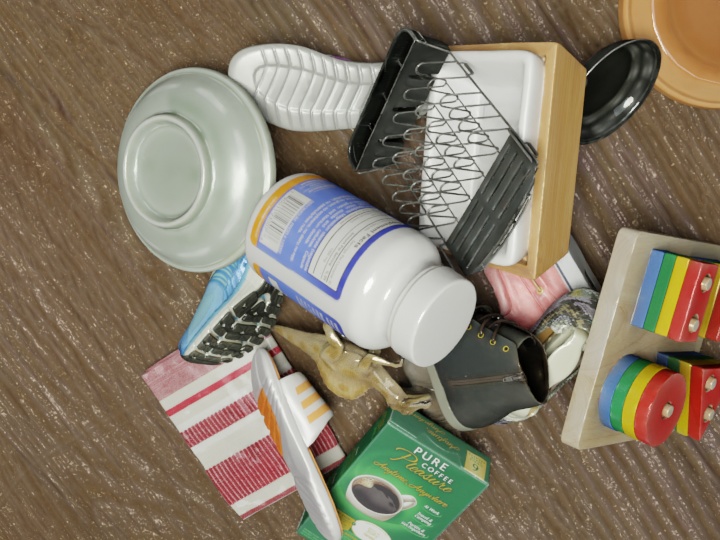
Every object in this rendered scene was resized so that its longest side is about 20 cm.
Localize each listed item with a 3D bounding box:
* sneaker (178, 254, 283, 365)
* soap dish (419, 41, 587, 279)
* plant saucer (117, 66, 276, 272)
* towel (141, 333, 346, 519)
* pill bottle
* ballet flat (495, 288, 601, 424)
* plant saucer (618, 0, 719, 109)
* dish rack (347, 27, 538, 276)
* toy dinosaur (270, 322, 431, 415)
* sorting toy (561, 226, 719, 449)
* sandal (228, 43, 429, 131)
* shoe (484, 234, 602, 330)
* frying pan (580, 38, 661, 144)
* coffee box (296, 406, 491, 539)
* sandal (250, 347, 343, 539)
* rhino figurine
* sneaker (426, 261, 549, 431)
[{"bbox_3d":[-0.122,0.008,0.853,0.090,0.078,0.200,35,91,34],"label":"sneaker"},{"bbox_3d":[0.130,-0.106,0.774,0.081,0.157,0.201,-5,104,-31],"label":"soap dish"},{"bbox_3d":[-0.174,-0.095,0.803,0.200,0.050,0.201,4,99,30],"label":"plant saucer"},{"bbox_3d":[-0.123,0.156,0.905,0.144,0.023,0.200,-30,99,7],"label":"towel"},{"bbox_3d":[0.000,0.000,0.736,0.200,0.112,0.112,32,104,33],"label":"pill bottle"},{"bbox_3d":[0.165,0.100,0.802,0.072,0.072,0.200,32,126,-3],"label":"ballet flat"},{"bbox_3d":[0.349,-0.254,0.788,0.200,0.037,0.201,1,100,4],"label":"plant saucer"},{"bbox_3d":[0.071,-0.099,0.742,0.054,0.200,0.154,-5,139,-31],"label":"dish rack"},{"bbox_3d":[-0.022,0.076,0.815,0.200,0.058,0.101,26,121,24],"label":"toy dinosaur"},{"bbox_3d":[0.291,0.072,0.771,0.070,0.200,0.199,22,102,43],"label":"sorting toy"},{"bbox_3d":[-0.029,-0.179,0.824,0.202,0.050,0.083,6,116,-10],"label":"sandal"},{"bbox_3d":[0.205,0.051,0.844,0.091,0.071,0.200,-26,105,24],"label":"shoe"},{"bbox_3d":[0.228,-0.144,0.812,0.115,0.031,0.190,-20,144,-25],"label":"frying pan"},{"bbox_3d":[0.032,0.236,0.868,0.123,0.044,0.200,32,121,-3],"label":"coffee box"},{"bbox_3d":[-0.052,0.171,0.854,0.059,0.079,0.207,-21,81,-24],"label":"sandal"},{"bbox_3d":[0.067,0.122,0.866,0.087,0.060,0.200,-15,103,-1],"label":"rhino figurine"},{"bbox_3d":[0.102,0.043,0.777,0.106,0.075,0.200,-28,85,43],"label":"sneaker"}]
